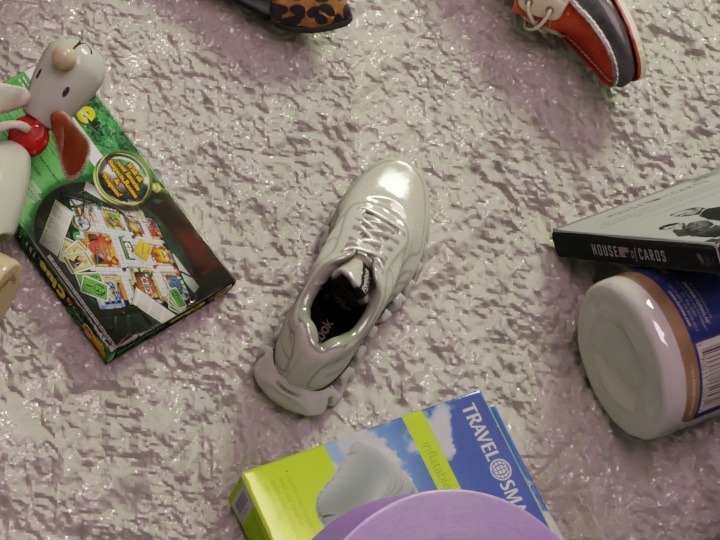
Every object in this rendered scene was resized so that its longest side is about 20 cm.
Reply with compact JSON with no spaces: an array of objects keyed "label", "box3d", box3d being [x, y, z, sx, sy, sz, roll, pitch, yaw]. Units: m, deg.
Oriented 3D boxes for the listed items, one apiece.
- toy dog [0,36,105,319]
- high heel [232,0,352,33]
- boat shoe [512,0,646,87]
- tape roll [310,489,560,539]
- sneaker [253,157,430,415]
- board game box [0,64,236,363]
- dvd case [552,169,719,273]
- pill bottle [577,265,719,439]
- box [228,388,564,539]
[{"label":"toy dog","box3d":[-0.234,-0.068,1.568,0.131,0.096,0.201,9,74,1]},{"label":"high heel","box3d":[-0.040,-0.265,1.766,0.142,0.071,0.201,25,73,3]},{"label":"boat shoe","box3d":[0.129,-0.205,1.789,0.062,0.071,0.200,-29,72,-21]},{"label":"tape roll","box3d":[0.045,0.233,1.498,0.199,0.066,0.202,3,81,-21]},{"label":"sneaker","box3d":[0.000,0.000,1.637,0.075,0.081,0.201,26,57,0]},{"label":"board game box","box3d":[-0.180,-0.044,1.639,0.104,0.023,0.200,-30,75,-25]},{"label":"dvd case","box3d":[0.241,-0.034,1.668,0.150,0.200,0.025,-19,101,-24]},{"label":"pill bottle","box3d":[0.255,0.032,1.676,0.199,0.111,0.111,-18,69,-24]},{"label":"box","box3d":[0.032,0.157,1.581,0.199,0.048,0.122,-18,70,-23]}]
